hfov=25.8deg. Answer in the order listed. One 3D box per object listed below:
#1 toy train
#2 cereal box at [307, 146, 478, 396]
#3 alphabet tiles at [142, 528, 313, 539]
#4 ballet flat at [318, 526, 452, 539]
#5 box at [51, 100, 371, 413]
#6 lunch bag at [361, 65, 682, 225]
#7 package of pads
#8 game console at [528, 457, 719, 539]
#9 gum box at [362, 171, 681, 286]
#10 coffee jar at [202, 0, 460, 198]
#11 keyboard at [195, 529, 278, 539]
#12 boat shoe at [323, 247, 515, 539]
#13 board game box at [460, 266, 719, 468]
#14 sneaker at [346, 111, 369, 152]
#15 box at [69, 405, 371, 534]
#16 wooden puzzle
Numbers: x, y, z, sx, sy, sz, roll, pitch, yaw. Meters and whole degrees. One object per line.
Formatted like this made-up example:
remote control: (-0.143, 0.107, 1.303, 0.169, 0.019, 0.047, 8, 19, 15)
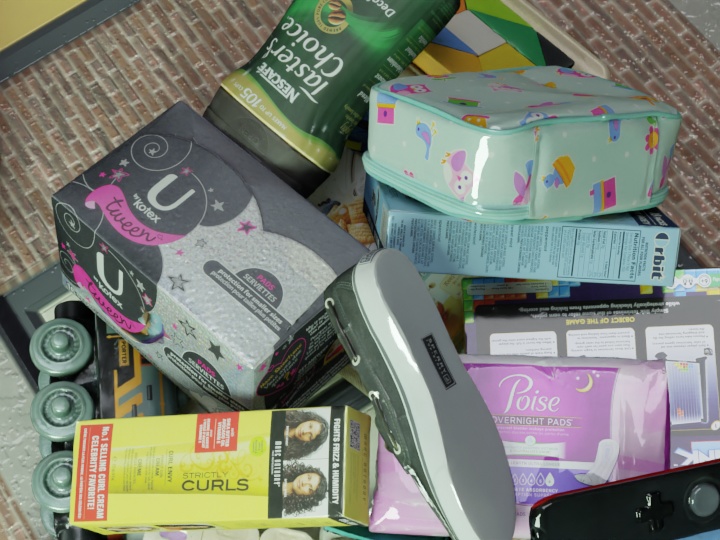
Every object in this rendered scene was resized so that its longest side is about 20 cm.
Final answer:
toy train: (-0.180, 0.111, 1.144, 0.112, 0.086, 0.202, -4, 61, -6)
cereal box: (0.000, 0.000, 1.202, 0.199, 0.040, 0.144, 36, 71, 22)
alphabet tiles: (-0.105, 0.261, 1.055, 0.197, 0.015, 0.198, 13, 74, 0)
ballet flat: (0.064, 0.209, 1.069, 0.197, 0.072, 0.073, 4, 61, 11)
box: (-0.104, 0.001, 1.108, 0.199, 0.115, 0.132, 38, 59, 21)
lunch bag: (0.109, -0.088, 1.069, 0.198, 0.078, 0.160, -8, 21, -37)
package of pads: (0.103, 0.116, 1.035, 0.197, 0.076, 0.122, 1, 81, 7)
game console: (0.193, 0.221, 0.978, 0.175, 0.031, 0.203, -10, 100, -20)
gum box: (0.107, -0.037, 1.116, 0.197, 0.170, 0.045, 4, 105, -5)
coffee jar: (-0.024, -0.151, 1.145, 0.104, 0.085, 0.201, 38, 95, 13)
keyboard: (-0.152, 0.221, 1.093, 0.197, 0.011, 0.057, -8, 95, -2)
boat shoe: (0.037, 0.086, 0.985, 0.056, 0.068, 0.202, -27, 81, 36)
board game box: (0.172, 0.087, 1.104, 0.197, 0.057, 0.168, -2, 77, 6)
sneaker: (0.051, -0.126, 1.246, 0.198, 0.079, 0.067, 13, 60, 12)
box: (-0.092, 0.131, 1.030, 0.198, 0.050, 0.076, -4, 73, 21)
wooden puzzle: (0.083, -0.176, 1.236, 0.185, 0.037, 0.199, 42, 45, 16)
